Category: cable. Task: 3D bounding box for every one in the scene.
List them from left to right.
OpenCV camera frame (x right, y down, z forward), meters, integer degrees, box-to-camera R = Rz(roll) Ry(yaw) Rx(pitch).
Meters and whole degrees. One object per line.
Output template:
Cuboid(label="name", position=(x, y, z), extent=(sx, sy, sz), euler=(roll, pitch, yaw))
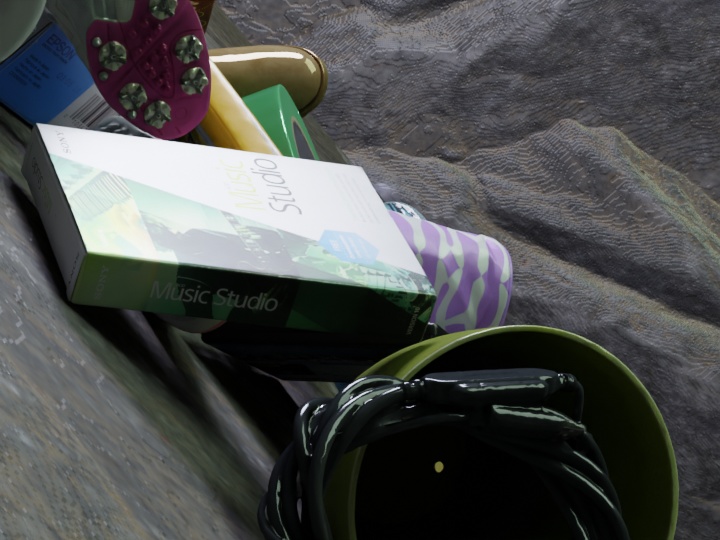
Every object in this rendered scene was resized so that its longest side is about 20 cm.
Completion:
Cuboid(label="cable", position=(0.040, 0.132, 1.256), extent=(0.051, 0.199, 0.164), euler=(-12, -98, 63))

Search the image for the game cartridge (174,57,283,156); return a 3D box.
Cuboid(label="game cartridge", position=(-0.103, -0.072, 1.722), extent=(0.200, 0.032, 0.177), euler=(51, -22, 35))

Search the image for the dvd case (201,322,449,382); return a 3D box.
Cuboid(label="dvd case", position=(-0.004, 0.051, 1.550), extent=(0.200, 0.142, 0.018), euler=(38, 54, -75))

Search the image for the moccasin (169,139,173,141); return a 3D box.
Cuboid(label="moccasin", position=(-0.187, -0.141, 1.688), extent=(0.068, 0.080, 0.201), euler=(21, 42, -61))

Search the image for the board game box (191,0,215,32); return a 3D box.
Cuboid(label="board game box", position=(-0.161, -0.191, 1.846), extent=(0.200, 0.103, 0.020), euler=(135, -51, -80))

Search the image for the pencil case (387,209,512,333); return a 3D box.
Cuboid(label="pencil case", position=(0.000, 0.000, 1.607), extent=(0.199, 0.086, 0.084), euler=(12, -14, -23))

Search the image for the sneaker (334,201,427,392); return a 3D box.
Cuboid(label="sneaker", position=(0.014, 0.000, 1.733), extent=(0.200, 0.079, 0.096), euler=(-83, 155, -55))

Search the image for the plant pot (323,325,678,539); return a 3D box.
Cuboid(label="plant pot", position=(0.051, 0.115, 1.402), extent=(0.187, 0.187, 0.200), euler=(48, -11, -15))

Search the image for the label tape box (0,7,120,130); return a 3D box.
Cuboid(label="label tape box", position=(-0.228, -0.175, 1.590), extent=(0.200, 0.063, 0.144), euler=(53, 6, 29))

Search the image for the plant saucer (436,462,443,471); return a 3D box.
Cuboid(label="plant saucer", position=(0.074, 0.184, 1.667), extent=(0.200, 0.048, 0.200), euler=(53, 7, 27))

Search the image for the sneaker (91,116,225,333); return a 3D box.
Cuboid(label="sneaker", position=(-0.095, -0.014, 1.494), extent=(0.105, 0.075, 0.200), euler=(39, 7, -39))

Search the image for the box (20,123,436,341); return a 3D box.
Cuboid(label="box", position=(-0.073, -0.021, 1.353), extent=(0.199, 0.036, 0.144), euler=(5, 29, -23))

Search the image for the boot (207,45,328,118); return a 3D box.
Cuboid(label="boot", position=(-0.125, -0.150, 1.874), extent=(0.200, 0.174, 0.066), euler=(36, 48, -79))

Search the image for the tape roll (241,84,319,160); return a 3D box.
Cuboid(label="tape roll", position=(-0.047, -0.036, 1.860), extent=(0.200, 0.048, 0.201), euler=(-20, 90, -85))

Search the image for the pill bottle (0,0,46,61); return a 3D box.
Cuboid(label="pill bottle", position=(-0.241, -0.192, 1.341), extent=(0.111, 0.111, 0.200), euler=(46, 6, -37))

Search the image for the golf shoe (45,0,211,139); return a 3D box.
Cuboid(label="golf shoe", position=(-0.154, -0.168, 1.474), extent=(0.200, 0.075, 0.092), euler=(59, -7, -28))
